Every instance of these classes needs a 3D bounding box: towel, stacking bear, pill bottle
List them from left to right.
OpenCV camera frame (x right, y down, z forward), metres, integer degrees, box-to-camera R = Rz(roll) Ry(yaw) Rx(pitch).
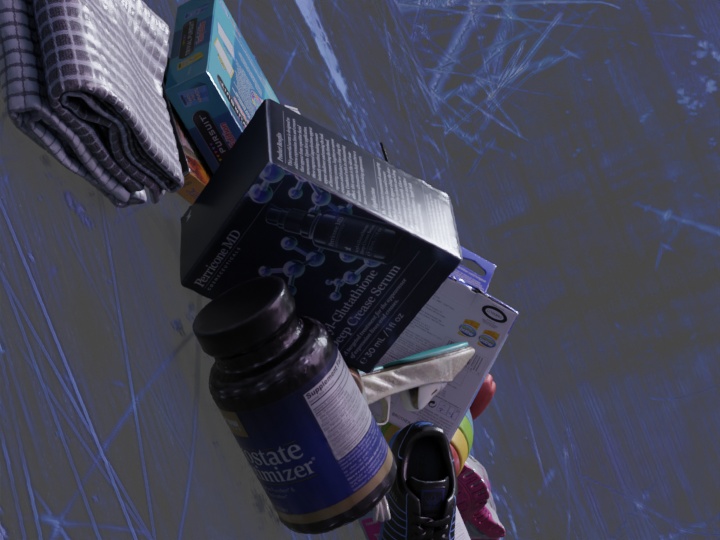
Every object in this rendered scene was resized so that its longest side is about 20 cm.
[{"bbox_3d":[-0.204,-0.154,1.287,0.200,0.085,0.166,47,24,-62],"label":"towel"},{"bbox_3d":[-0.057,0.110,1.401,0.112,0.111,0.201,-88,153,-66],"label":"pill bottle"},{"bbox_3d":[0.074,0.197,1.890,0.121,0.114,0.200,24,34,-7],"label":"stacking bear"}]

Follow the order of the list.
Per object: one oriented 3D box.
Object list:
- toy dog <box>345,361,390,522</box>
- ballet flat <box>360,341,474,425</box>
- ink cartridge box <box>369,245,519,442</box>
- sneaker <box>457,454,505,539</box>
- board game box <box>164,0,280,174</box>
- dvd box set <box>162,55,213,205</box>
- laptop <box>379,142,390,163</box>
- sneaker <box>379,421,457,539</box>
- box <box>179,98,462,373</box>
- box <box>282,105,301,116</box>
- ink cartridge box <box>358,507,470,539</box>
[{"bbox_3d":[-0.038,0.140,1.565,0.132,0.096,0.201,-98,176,-77],"label":"toy dog"},{"bbox_3d":[0.030,0.121,1.699,0.067,0.199,0.063,-15,-93,64],"label":"ballet flat"},{"bbox_3d":[0.078,0.072,1.793,0.136,0.201,0.076,28,2,1],"label":"ink cartridge box"},{"bbox_3d":[0.116,0.264,2.056,0.200,0.081,0.089,67,5,-54],"label":"sneaker"},{"bbox_3d":[-0.127,-0.161,1.614,0.200,0.047,0.151,-93,157,-59],"label":"board game box"},{"bbox_3d":[-0.153,-0.117,1.611,0.200,0.029,0.147,43,27,-65],"label":"dvd box set"},{"bbox_3d":[0.018,-0.012,1.959,0.103,0.200,0.178,13,49,-41],"label":"laptop"},{"bbox_3d":[0.057,0.246,1.623,0.078,0.070,0.201,139,-51,-72],"label":"sneaker"},{"bbox_3d":[-0.036,-0.028,1.472,0.199,0.149,0.107,26,30,-21],"label":"box"},{"bbox_3d":[-0.051,-0.082,1.866,0.201,0.060,0.117,59,6,1],"label":"box"},{"bbox_3d":[0.077,0.314,1.724,0.119,0.042,0.201,-26,92,-52],"label":"ink cartridge box"}]
